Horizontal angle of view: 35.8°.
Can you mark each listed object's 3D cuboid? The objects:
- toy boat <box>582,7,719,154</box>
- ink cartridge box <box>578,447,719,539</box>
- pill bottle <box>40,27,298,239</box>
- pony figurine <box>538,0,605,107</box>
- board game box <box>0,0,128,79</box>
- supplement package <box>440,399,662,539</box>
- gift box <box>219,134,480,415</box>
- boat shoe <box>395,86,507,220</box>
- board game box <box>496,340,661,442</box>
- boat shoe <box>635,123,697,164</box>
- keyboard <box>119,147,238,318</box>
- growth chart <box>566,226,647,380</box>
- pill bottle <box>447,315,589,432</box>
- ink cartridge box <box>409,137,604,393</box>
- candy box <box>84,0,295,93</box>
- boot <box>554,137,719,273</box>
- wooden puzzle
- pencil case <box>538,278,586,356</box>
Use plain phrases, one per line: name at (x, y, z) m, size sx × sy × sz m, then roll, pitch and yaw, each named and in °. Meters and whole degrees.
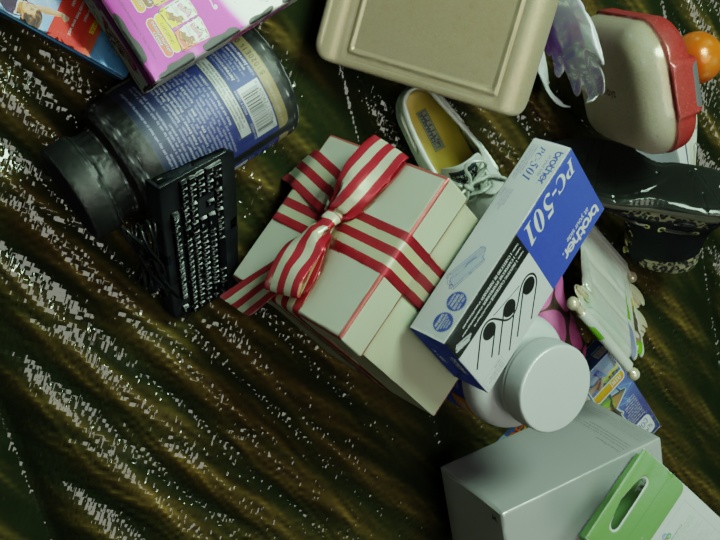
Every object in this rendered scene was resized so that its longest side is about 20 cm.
toy boat at (0.296, -0.199, 1.100) m, size 0.130 × 0.200 × 0.132 m, roll -17°, pitch 110°, yaw -7°
ink cartridge box at (0.286, 0.254, 1.102) m, size 0.200 × 0.059 × 0.104 m, roll 41°, pitch 83°, yaw -32°
pill bottle at (-0.158, -0.115, 0.927) m, size 0.199 × 0.112 × 0.112 m, roll -35°, pitch 115°, yaw -18°
pony figurine at (0.147, -0.244, 1.056) m, size 0.198 × 0.167 × 0.195 m, roll -12°, pitch 96°, yaw -9°
board game box at (-0.235, -0.287, 0.878) m, size 0.195 × 0.056 × 0.201 m, roll 27°, pitch 88°, yaw -31°
supplement package at (0.202, 0.239, 1.158) m, size 0.199 × 0.120 × 0.122 m, roll -19°, pitch 113°, yaw -23°
gift box at (0.000, 0.000, 1.003) m, size 0.185 × 0.199 × 0.187 m, roll -58°, pitch 136°, yaw -13°
boat shoe at (0.099, -0.090, 1.046) m, size 0.074 × 0.086 × 0.203 m, roll -29°, pitch 92°, yaw 5°
board game box at (0.238, 0.196, 1.257) m, size 0.200 × 0.034 × 0.136 m, roll -43°, pitch 117°, yaw -13°
boat shoe at (0.335, -0.175, 1.217) m, size 0.070 × 0.070 × 0.202 m, roll -30°, pitch 113°, yaw -50°
keyboard at (-0.142, -0.012, 0.935) m, size 0.104 × 0.040 × 0.201 m, roll -27°, pitch 152°, yaw -20°
growth chart at (0.262, 0.023, 1.170) m, size 0.018 × 0.201 × 0.145 m, roll -29°, pitch 115°, yaw 27°
pill bottle at (0.124, 0.084, 1.072) m, size 0.111 × 0.200 × 0.113 m, roll -8°, pitch 107°, yaw -28°
ink cartridge box at (0.129, -0.005, 0.955) m, size 0.201 × 0.044 × 0.094 m, roll -56°, pitch 138°, yaw -12°
candy box at (-0.120, -0.249, 0.867) m, size 0.199 × 0.061 × 0.137 m, roll -35°, pitch 101°, yaw -17°
boot at (0.283, -0.062, 1.184) m, size 0.202 × 0.154 × 0.074 m, roll 13°, pitch 66°, yaw 9°
wooden puzzle at (0.077, -0.253, 0.990) m, size 0.198 × 0.037 × 0.187 m, roll 17°, pitch 102°, yaw 4°
pencil case at (0.179, 0.015, 1.160) m, size 0.094 × 0.090 × 0.201 m, roll -56°, pitch 134°, yaw -56°
